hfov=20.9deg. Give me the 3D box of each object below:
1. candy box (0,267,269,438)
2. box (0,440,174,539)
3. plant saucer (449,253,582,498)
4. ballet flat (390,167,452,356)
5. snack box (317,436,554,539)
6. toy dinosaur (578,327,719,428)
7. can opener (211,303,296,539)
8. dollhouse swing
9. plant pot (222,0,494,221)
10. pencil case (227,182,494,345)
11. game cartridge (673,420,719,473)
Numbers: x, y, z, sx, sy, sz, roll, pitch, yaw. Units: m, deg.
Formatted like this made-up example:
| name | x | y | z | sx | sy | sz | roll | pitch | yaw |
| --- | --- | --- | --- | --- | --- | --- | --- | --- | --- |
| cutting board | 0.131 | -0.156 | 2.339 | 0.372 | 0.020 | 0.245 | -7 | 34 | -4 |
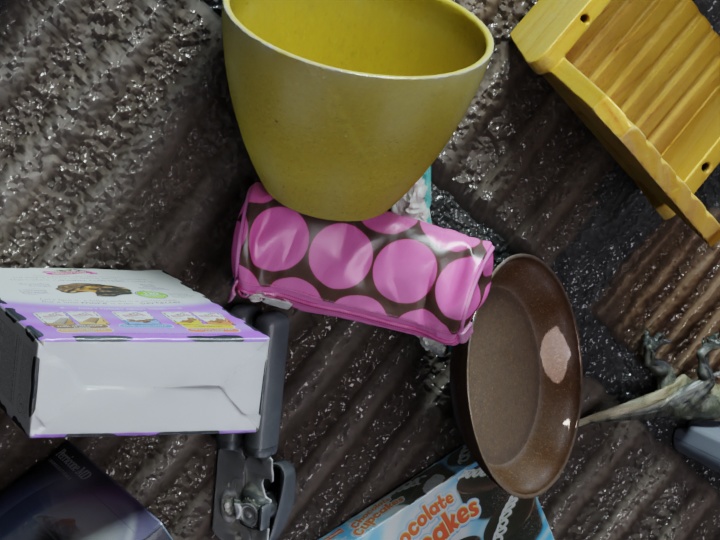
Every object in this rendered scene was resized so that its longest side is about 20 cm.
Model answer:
| name | x | y | z | sx | sy | sz | roll | pitch | yaw |
| --- | --- | --- | --- | --- | --- | --- | --- | --- | --- |
| candy box | -0.182 | 0.054 | 1.377 | 0.167 | 0.200 | 0.072 | 1 | 103 | -28 |
| box | -0.228 | 0.249 | 1.407 | 0.198 | 0.200 | 0.123 | -37 | 117 | -16 |
| plant saucer | 0.124 | 0.087 | 1.606 | 0.200 | 0.037 | 0.201 | 6 | 83 | -58 |
| ballet flat | 0.034 | -0.027 | 1.561 | 0.072 | 0.072 | 0.201 | -14 | 108 | -24 |
| snack box | 0.061 | 0.233 | 1.651 | 0.200 | 0.037 | 0.116 | -31 | 115 | -18 |
| toy dinosaur | 0.283 | 0.098 | 1.732 | 0.199 | 0.047 | 0.088 | -3 | 111 | -24 |
| can opener | -0.080 | 0.125 | 1.549 | 0.067 | 0.053 | 0.201 | -13 | 112 | -59 |
| dollhouse swing | 0.251 | -0.148 | 1.573 | 0.182 | 0.176 | 0.200 | -49 | 119 | -8 |
| plant pot | -0.014 | -0.122 | 1.443 | 0.200 | 0.200 | 0.142 | -4 | 122 | -27 |
| pencil case | 0.000 | 0.000 | 1.487 | 0.199 | 0.091 | 0.094 | 12 | 60 | 0 |
| game cartridge | 0.400 | 0.169 | 1.761 | 0.199 | 0.133 | 0.041 | 2 | 98 | -28 |
